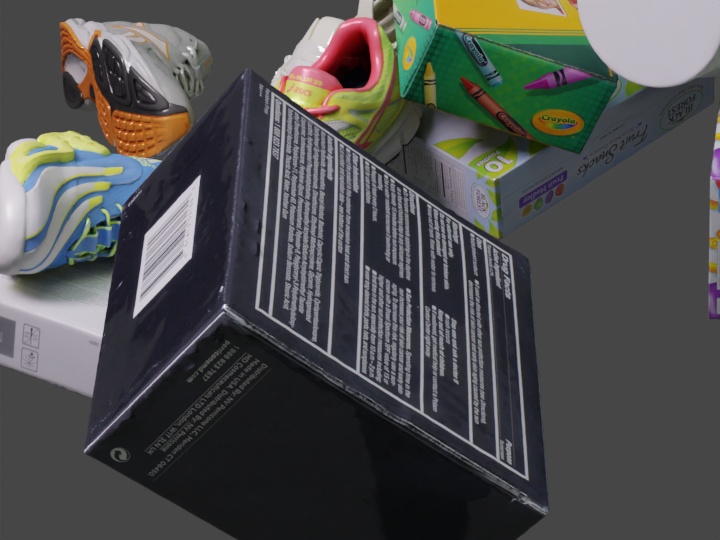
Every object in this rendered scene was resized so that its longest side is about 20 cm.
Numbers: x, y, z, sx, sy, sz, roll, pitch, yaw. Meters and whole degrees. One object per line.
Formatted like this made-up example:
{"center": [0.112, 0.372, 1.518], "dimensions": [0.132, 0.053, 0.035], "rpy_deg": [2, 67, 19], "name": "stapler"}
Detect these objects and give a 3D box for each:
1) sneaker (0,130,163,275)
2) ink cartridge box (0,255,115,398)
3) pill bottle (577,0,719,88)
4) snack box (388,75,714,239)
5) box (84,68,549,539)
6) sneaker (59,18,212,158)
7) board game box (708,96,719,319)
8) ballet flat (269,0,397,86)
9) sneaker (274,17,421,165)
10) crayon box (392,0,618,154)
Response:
{"center": [-0.152, -0.040, 1.256], "dimensions": [0.104, 0.076, 0.200], "rpy_deg": [8, 17, 1], "name": "sneaker"}
{"center": [-0.114, 0.030, 1.246], "dimensions": [0.199, 0.044, 0.173], "rpy_deg": [17, 19, 27], "name": "ink cartridge box"}
{"center": [0.218, -0.181, 1.269], "dimensions": [0.114, 0.115, 0.200], "rpy_deg": [20, 31, 29], "name": "pill bottle"}
{"center": [0.111, -0.111, 1.383], "dimensions": [0.200, 0.053, 0.142], "rpy_deg": [-32, 46, -28], "name": "snack box"}
{"center": [-0.019, 0.041, 1.080], "dimensions": [0.198, 0.123, 0.200], "rpy_deg": [32, 32, -22], "name": "box"}
{"center": [-0.132, -0.129, 1.403], "dimensions": [0.092, 0.076, 0.200], "rpy_deg": [-10, 24, -20], "name": "sneaker"}
{"center": [0.302, -0.037, 1.223], "dimensions": [0.199, 0.105, 0.103], "rpy_deg": [3, 39, 12], "name": "board game box"}
{"center": [-0.002, -0.154, 1.443], "dimensions": [0.072, 0.072, 0.200], "rpy_deg": [25, 49, 34], "name": "ballet flat"}
{"center": [-0.037, -0.075, 1.265], "dimensions": [0.078, 0.091, 0.200], "rpy_deg": [14, 50, 25], "name": "sneaker"}
{"center": [0.084, -0.165, 1.330], "dimensions": [0.118, 0.058, 0.200], "rpy_deg": [16, 36, -15], "name": "crayon box"}
